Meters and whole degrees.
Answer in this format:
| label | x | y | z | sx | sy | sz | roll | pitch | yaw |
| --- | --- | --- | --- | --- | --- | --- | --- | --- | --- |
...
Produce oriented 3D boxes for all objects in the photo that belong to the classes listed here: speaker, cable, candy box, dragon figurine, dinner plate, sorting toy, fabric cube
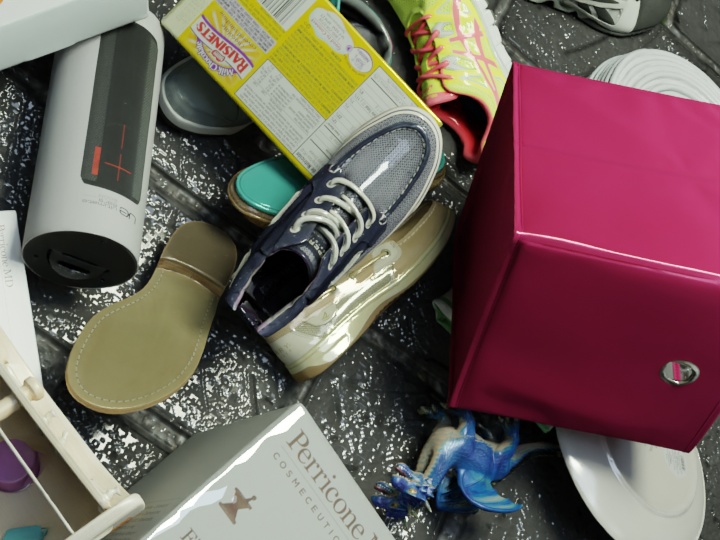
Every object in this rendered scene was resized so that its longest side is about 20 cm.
| label | x | y | z | sx | sy | sz | roll | pitch | yaw |
| --- | --- | --- | --- | --- | --- | --- | --- | --- | --- |
| speaker | -0.186 | -0.090 | 0.879 | 0.081 | 0.081 | 0.202 | 16 | 57 | -25 |
| cable | 0.286 | -0.114 | 1.184 | 0.199 | 0.069 | 0.201 | -27 | 89 | -34 |
| candy box | -0.043 | -0.145 | 0.919 | 0.102 | 0.026 | 0.200 | -43 | 91 | 8 |
| dragon figurine | 0.091 | 0.163 | 0.983 | 0.199 | 0.059 | 0.101 | 21 | 65 | -35 |
| dinner plate | 0.239 | 0.148 | 1.067 | 0.199 | 0.024 | 0.202 | 25 | 51 | -35 |
| sorting toy | -0.246 | 0.131 | 0.718 | 0.179 | 0.107 | 0.200 | -36 | 65 | -18 |
| fabric cube | 0.185 | -0.008 | 0.954 | 0.197 | 0.197 | 0.201 | 11 | 46 | -5 |

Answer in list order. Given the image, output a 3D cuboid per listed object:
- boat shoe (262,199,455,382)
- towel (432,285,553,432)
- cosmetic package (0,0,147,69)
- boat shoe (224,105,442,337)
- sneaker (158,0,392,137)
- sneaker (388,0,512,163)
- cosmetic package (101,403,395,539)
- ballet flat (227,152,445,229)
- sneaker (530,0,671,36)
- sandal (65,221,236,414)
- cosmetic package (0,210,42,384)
| label | x | y | z | sx | sy | sz | roll | pitch | yaw |
| --- | --- | --- | --- | --- | --- | --- | --- | --- | --- |
| boat shoe | 0.000 | 0.000 | 0.982 | 0.065 | 0.072 | 0.200 | 49 | 63 | -8 |
| towel | 0.172 | 0.033 | 1.066 | 0.199 | 0.023 | 0.153 | -32 | 67 | -33 |
| cosmetic package | -0.258 | -0.238 | 0.864 | 0.150 | 0.052 | 0.201 | -27 | 70 | -20 |
| boat shoe | -0.016 | -0.031 | 0.870 | 0.075 | 0.093 | 0.200 | 41 | 97 | -6 |
| sneaker | -0.053 | -0.162 | 0.972 | 0.199 | 0.121 | 0.084 | -17 | 83 | -33 |
| sneaker | 0.077 | -0.181 | 1.081 | 0.090 | 0.078 | 0.201 | -41 | 97 | -31 |
| cosmetic package | -0.096 | 0.217 | 0.793 | 0.200 | 0.166 | 0.168 | -39 | 98 | -33 |
| ballet flat | -0.022 | -0.058 | 0.985 | 0.199 | 0.072 | 0.068 | -19 | 68 | -34 |
| sneaker | 0.238 | -0.285 | 1.204 | 0.198 | 0.088 | 0.075 | 7 | 69 | -30 |
| sandal | -0.148 | 0.051 | 0.885 | 0.077 | 0.070 | 0.212 | 30 | 38 | -2 |
| cosmetic package | -0.286 | 0.066 | 0.806 | 0.149 | 0.052 | 0.202 | -5 | 76 | -33 |
